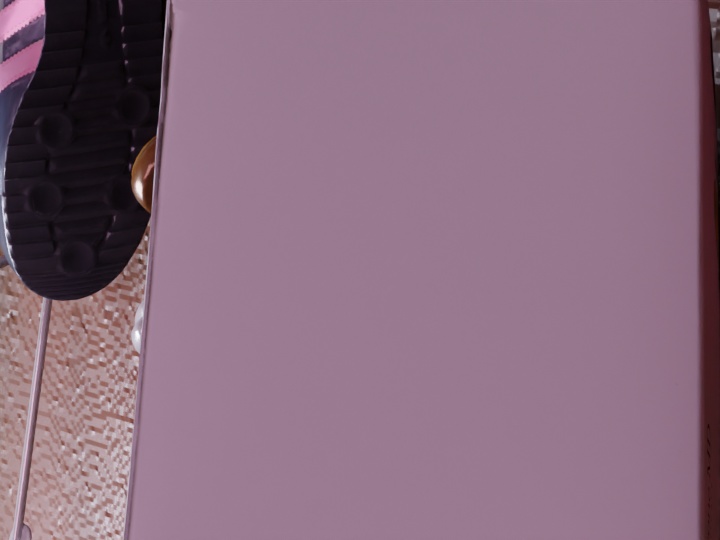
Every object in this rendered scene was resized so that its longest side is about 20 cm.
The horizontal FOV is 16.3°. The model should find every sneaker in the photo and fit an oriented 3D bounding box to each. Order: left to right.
[{"bbox_3d":[-0.118,-0.091,0.992,0.082,0.070,0.201,-165,78,-64],"label":"sneaker"}]

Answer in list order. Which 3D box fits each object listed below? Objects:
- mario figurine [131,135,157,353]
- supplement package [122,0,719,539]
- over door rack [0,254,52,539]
[{"bbox_3d":[0.000,0.000,0.835,0.200,0.106,0.124,48,122,35],"label":"mario figurine"},{"bbox_3d":[0.024,0.022,0.716,0.155,0.111,0.201,-1,67,11],"label":"supplement package"},{"bbox_3d":[-0.184,0.039,1.056,0.147,0.066,0.201,-1,91,47],"label":"over door rack"}]
